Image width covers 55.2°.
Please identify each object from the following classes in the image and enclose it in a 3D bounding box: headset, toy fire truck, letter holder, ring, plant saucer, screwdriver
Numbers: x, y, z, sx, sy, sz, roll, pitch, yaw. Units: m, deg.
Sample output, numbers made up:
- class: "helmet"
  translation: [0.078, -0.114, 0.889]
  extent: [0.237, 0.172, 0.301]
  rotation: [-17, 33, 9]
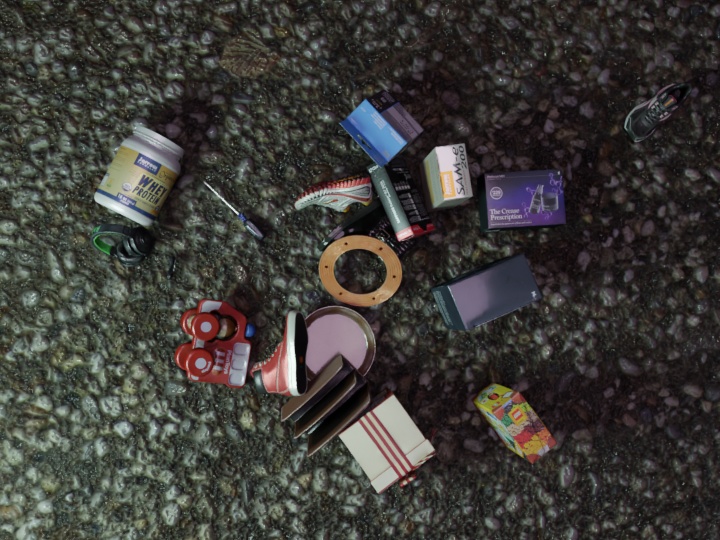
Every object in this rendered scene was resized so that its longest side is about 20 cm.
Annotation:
- class: "headset"
  translation: [-0.526, -0.043, 1.602]
  extent: [0.200, 0.123, 0.094]
  rotation: [19, 58, -28]
- class: "toy fire truck"
  translation: [-0.336, 0.172, 1.629]
  extent: [0.168, 0.112, 0.201]
  rotation: [11, 87, -29]
- class: "letter holder"
  translation: [-0.081, 0.315, 1.594]
  extent: [0.200, 0.142, 0.101]
  rotation: [-43, 102, 6]
- class: "ring"
  translation: [0.000, 0.000, 1.654]
  extent: [0.200, 0.019, 0.201]
  rotation: [3, 123, 4]
- class: "plant saucer"
  translation: [-0.064, 0.187, 1.682]
  extent: [0.200, 0.032, 0.201]
  rotation: [0, 88, -6]
- class: "screwdriver"
  translation: [-0.307, -0.147, 1.670]
  extent: [0.200, 0.029, 0.028]
  rotation: [44, 84, -7]

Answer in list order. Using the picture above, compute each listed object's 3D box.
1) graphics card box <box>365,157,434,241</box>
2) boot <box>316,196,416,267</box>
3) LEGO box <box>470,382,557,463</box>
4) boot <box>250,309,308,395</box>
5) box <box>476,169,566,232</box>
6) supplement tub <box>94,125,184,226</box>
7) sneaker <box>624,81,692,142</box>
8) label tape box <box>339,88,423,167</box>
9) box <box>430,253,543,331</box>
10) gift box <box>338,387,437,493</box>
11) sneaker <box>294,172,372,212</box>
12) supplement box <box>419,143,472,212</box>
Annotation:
- class: "graphics card box"
  translation: [0.098, -0.174, 1.660]
  extent: [0.051, 0.125, 0.200]
  rotation: [-25, 87, 32]
- class: "boot"
  translation: [0.016, -0.064, 1.676]
  extent: [0.211, 0.079, 0.158]
  rotation: [-35, 91, -6]
- class: "LEGO box"
  translation: [0.358, 0.355, 1.630]
  extent: [0.077, 0.200, 0.149]
  rotation: [-37, 91, -6]
- class: "boot"
  translation: [-0.200, 0.194, 1.637]
  extent: [0.144, 0.072, 0.201]
  rotation: [-2, 82, 27]
- class: "box"
  translation: [0.400, -0.174, 1.721]
  extent: [0.199, 0.079, 0.142]
  rotation: [-4, 85, -6]
- class: "supplement tub"
  translation: [-0.508, -0.219, 1.599]
  extent: [0.144, 0.144, 0.200]
  rotation: [26, 86, -4]
- class: "sneaker"
  translation: [0.763, -0.417, 1.761]
  extent: [0.080, 0.086, 0.200]
  rotation: [44, 85, -1]
- class: "label tape box"
  translation: [0.056, -0.342, 1.637]
  extent: [0.144, 0.200, 0.063]
  rotation: [46, 124, -2]
- class: "box"
  translation: [0.294, 0.053, 1.638]
  extent: [0.196, 0.200, 0.118]
  rotation: [-23, 90, -7]
- class: "gift box"
  translation: [0.073, 0.393, 1.610]
  extent: [0.200, 0.185, 0.187]
  rotation: [-35, 89, 0]
- class: "sneaker"
  translation: [-0.066, -0.172, 1.659]
  extent: [0.199, 0.078, 0.082]
  rotation: [-10, 111, 18]
- class: "supplement box"
  translation: [0.201, -0.216, 1.640]
  extent: [0.073, 0.200, 0.126]
  rotation: [-9, 89, -6]
